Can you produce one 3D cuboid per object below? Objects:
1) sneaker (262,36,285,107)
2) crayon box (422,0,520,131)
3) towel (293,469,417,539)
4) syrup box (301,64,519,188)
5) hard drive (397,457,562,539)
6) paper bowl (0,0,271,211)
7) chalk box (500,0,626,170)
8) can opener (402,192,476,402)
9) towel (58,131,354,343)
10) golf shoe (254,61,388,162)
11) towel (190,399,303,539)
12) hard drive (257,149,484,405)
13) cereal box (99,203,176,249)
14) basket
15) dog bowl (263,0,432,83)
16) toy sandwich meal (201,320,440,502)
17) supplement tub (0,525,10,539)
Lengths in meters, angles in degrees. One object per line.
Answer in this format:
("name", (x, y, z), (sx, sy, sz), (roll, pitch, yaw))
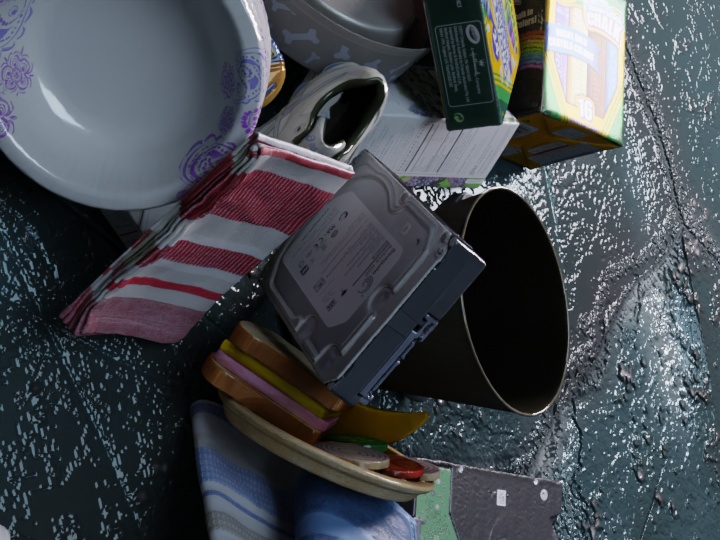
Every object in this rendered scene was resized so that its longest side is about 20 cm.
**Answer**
("sneaker", (-0.137, -0.205, 1.022), (0.075, 0.088, 0.201), (-34, 106, -18))
("crayon box", (0.101, -0.220, 1.184), (0.200, 0.051, 0.126), (-70, 151, -59))
("towel", (-0.002, 0.222, 0.985), (0.111, 0.049, 0.200), (37, 22, -18))
("syrup box", (0.037, -0.129, 1.201), (0.199, 0.082, 0.079), (-3, 46, -42))
("hard drive", (0.106, 0.251, 1.238), (0.199, 0.038, 0.141), (15, 72, -41))
("paper bowl", (-0.160, -0.151, 0.932), (0.201, 0.200, 0.104), (57, 14, -19))
("chalk box", (0.177, -0.219, 1.334), (0.123, 0.124, 0.202), (17, 72, -39))
("can opener", (0.069, 0.020, 1.247), (0.053, 0.067, 0.201), (34, 74, -33))
("towel", (-0.105, -0.016, 0.977), (0.023, 0.200, 0.144), (55, 19, 20))
("golf shoe", (-0.056, -0.086, 1.032), (0.078, 0.097, 0.200), (43, 81, -13))
("towel", (-0.062, 0.191, 1.028), (0.147, 0.024, 0.200), (34, 21, -32))
("hard drive", (0.000, 0.000, 1.019), (0.038, 0.200, 0.140), (37, 98, -30))
("cereal box", (-0.173, -0.126, 1.052), (0.144, 0.039, 0.201), (-49, 114, -36))
("basket", (0.048, 0.033, 1.109), (0.136, 0.199, 0.182), (-27, 105, -46))
("dog bowl", (-0.024, -0.235, 1.143), (0.199, 0.059, 0.201), (24, 37, -20))
("toy sandwich meal", (-0.025, 0.108, 1.053), (0.204, 0.205, 0.071), (23, 93, -37))
("supplement tub", (-0.229, 0.265, 0.856), (0.144, 0.144, 0.201), (-45, 112, -38))
